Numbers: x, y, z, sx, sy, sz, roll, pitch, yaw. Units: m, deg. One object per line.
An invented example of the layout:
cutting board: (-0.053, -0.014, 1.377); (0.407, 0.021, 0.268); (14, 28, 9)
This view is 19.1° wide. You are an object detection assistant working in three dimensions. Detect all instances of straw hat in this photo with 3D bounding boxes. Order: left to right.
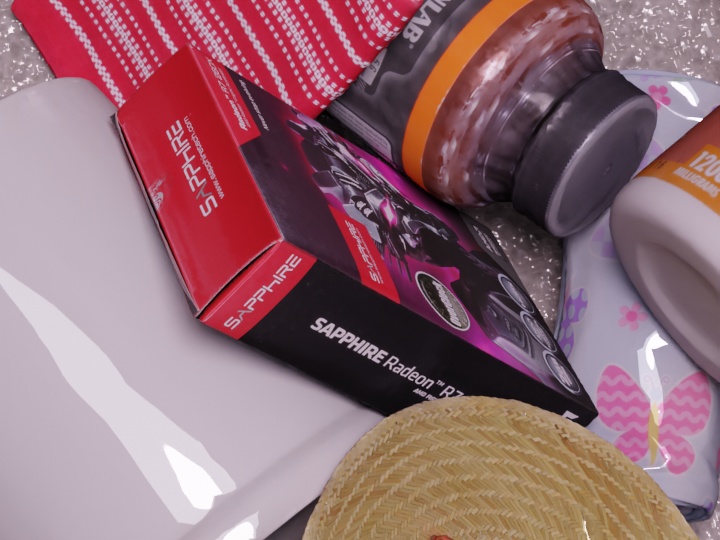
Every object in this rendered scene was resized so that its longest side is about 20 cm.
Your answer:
straw hat: (0.043, 0.152, 0.818); (0.201, 0.085, 0.202); (16, 51, -21)

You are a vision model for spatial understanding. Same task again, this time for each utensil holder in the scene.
utensil holder: (-0.107, 0.046, 0.870); (0.170, 0.170, 0.200); (-38, 82, -12)

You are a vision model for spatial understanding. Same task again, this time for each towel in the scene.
towel: (-0.068, -0.115, 0.909); (0.022, 0.200, 0.145); (-21, 76, -46)

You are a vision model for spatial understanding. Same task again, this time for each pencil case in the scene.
pencil case: (0.123, 0.013, 0.943); (0.090, 0.083, 0.201); (5, 76, 23)

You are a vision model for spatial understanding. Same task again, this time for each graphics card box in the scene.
graphics card box: (0.000, 0.000, 0.864); (0.051, 0.200, 0.126); (-44, 43, 16)

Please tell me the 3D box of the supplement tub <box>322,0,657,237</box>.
supplement tub: (0.030, -0.099, 0.920); (0.200, 0.107, 0.107); (38, 76, 23)

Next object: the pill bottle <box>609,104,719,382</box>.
pill bottle: (0.206, -0.047, 0.862); (0.200, 0.112, 0.112); (-40, 84, -13)
